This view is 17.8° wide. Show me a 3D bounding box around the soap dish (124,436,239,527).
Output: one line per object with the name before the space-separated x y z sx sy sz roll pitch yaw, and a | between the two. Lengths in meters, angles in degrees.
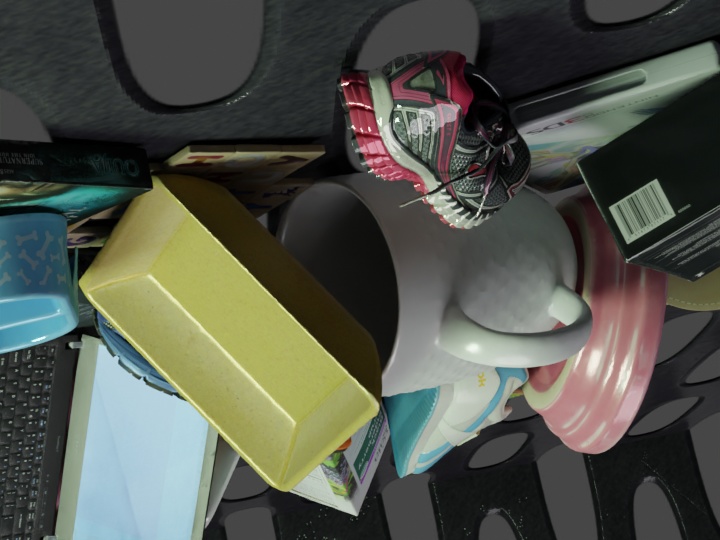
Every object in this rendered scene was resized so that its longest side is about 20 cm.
soap dish | -0.125 0.107 1.788 0.081 0.201 0.157 24 164 -5

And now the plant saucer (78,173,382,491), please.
plant saucer | -0.075 0.033 1.474 0.048 0.200 0.200 -44 179 -28

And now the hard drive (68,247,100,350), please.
hard drive | -0.207 0.023 1.654 0.139 0.033 0.200 -18 167 26

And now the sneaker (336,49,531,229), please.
sneaker | 0.060 -0.076 1.338 0.074 0.081 0.200 -19 166 20

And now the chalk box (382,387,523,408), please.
chalk box | 0.116 0.029 1.803 0.199 0.125 0.125 -19 166 28

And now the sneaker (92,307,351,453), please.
sneaker | -0.090 0.058 1.593 0.199 0.079 0.075 21 179 -2

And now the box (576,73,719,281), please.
box | 0.254 -0.078 1.434 0.200 0.079 0.141 -32 160 19

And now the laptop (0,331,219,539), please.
laptop | -0.216 0.144 1.650 0.199 0.178 0.103 -4 -157 -35

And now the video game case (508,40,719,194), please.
video game case | 0.172 -0.096 1.505 0.182 0.022 0.200 -16 168 20

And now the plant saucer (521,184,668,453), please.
plant saucer | 0.157 0.026 1.619 0.051 0.202 0.201 9 163 -14

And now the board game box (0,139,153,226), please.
board game box | -0.239 -0.033 1.364 0.199 0.028 0.135 -21 166 39

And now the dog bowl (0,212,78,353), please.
dog bowl | -0.225 0.013 1.402 0.111 0.050 0.200 -13 170 -6

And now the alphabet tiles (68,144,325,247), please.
alphabet tiles | -0.115 -0.046 1.475 0.167 0.008 0.200 -2 165 -35

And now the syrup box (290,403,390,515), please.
syrup box | -0.034 0.112 1.726 0.081 0.079 0.200 19 162 15

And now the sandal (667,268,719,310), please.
sandal | 0.239 -0.010 1.940 0.211 0.078 0.070 -4 -161 -6

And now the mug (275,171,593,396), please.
mug | 0.067 0.013 1.526 0.175 0.148 0.200 -8 -154 -35

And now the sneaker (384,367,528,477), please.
sneaker | 0.065 0.100 1.691 0.080 0.077 0.200 -8 164 -15

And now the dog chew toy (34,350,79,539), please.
dog chew toy | -0.257 0.147 1.779 0.124 0.201 0.125 -12 169 -2
